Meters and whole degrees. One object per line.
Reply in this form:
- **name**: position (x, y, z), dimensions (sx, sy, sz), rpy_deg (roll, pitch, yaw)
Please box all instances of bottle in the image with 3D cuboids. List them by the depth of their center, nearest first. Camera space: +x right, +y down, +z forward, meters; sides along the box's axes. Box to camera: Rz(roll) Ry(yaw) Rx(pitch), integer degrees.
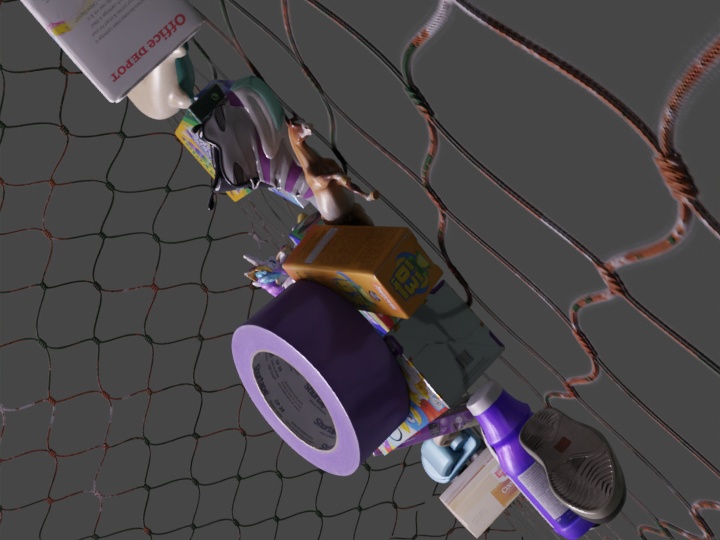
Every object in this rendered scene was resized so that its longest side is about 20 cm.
- **bottle**: position (0.206, 0.219, 1.106), dimensions (0.200, 0.083, 0.065), rpy_deg (48, 174, -3)

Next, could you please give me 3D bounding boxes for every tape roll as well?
- **tape roll**: position (-0.046, 0.119, 1.032), dimensions (0.198, 0.085, 0.202), rpy_deg (34, 146, 27)

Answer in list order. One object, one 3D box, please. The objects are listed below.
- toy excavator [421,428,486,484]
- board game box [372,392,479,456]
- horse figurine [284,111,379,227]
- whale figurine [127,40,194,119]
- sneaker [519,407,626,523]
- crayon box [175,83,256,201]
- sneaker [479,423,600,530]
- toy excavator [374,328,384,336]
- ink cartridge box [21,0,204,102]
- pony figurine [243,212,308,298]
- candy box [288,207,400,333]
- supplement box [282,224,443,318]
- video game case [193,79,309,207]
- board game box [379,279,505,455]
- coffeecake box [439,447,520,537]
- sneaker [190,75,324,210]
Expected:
- **toy excavator**: position (0.173, 0.335, 1.831), dimensions (0.100, 0.196, 0.199), rpy_deg (44, -159, 25)
- **board game box**: position (0.102, 0.212, 1.319), dimensions (0.120, 0.196, 0.033), rpy_deg (-166, 61, -81)
- **horse figurine**: position (-0.014, -0.072, 1.034), dimensions (0.132, 0.050, 0.201), rpy_deg (31, 160, 47)
- **whale figurine**: position (-0.288, -0.312, 1.374), dimensions (0.160, 0.104, 0.200), rpy_deg (49, 149, 0)
- **sneaker**: position (0.240, 0.215, 0.956), dimensions (0.106, 0.075, 0.200), rpy_deg (45, -176, -14)
- **crayon box**: position (-0.177, -0.158, 1.220), dimensions (0.126, 0.052, 0.200), rpy_deg (49, 167, -10)
- **sneaker**: position (0.224, 0.260, 1.205), dimensions (0.200, 0.074, 0.080), rpy_deg (46, 156, 18)
- **toy excavator**: position (-0.042, 0.140, 1.320), dimensions (0.196, 0.101, 0.195), rpy_deg (20, 142, -9)
- **ink cartridge box**: position (-0.301, -0.317, 1.081), dimensions (0.201, 0.147, 0.086), rpy_deg (51, 173, -20)
- **pony figurine**: position (-0.080, 0.022, 1.408), dimensions (0.165, 0.200, 0.195), rpy_deg (-24, 104, 37)
- **candy box**: position (0.000, 0.000, 1.238), dimensions (0.169, 0.077, 0.200), rpy_deg (48, 173, -15)
- **supplement box**: position (-0.003, -0.002, 0.986), dimensions (0.067, 0.069, 0.199), rpy_deg (48, 157, -24)
- **video game case**: position (-0.145, -0.180, 1.307), dimensions (0.182, 0.045, 0.200), rpy_deg (50, 174, -21)
- **board game box**: position (0.059, 0.116, 1.071), dimensions (0.103, 0.105, 0.200), rpy_deg (47, 149, 6)
- **coffeecake box**: position (0.218, 0.370, 1.618), dimensions (0.073, 0.153, 0.200), rpy_deg (45, 174, 7)
- **sneaker**: position (-0.118, -0.109, 1.098), dimensions (0.201, 0.140, 0.078), rpy_deg (51, 173, -19)
